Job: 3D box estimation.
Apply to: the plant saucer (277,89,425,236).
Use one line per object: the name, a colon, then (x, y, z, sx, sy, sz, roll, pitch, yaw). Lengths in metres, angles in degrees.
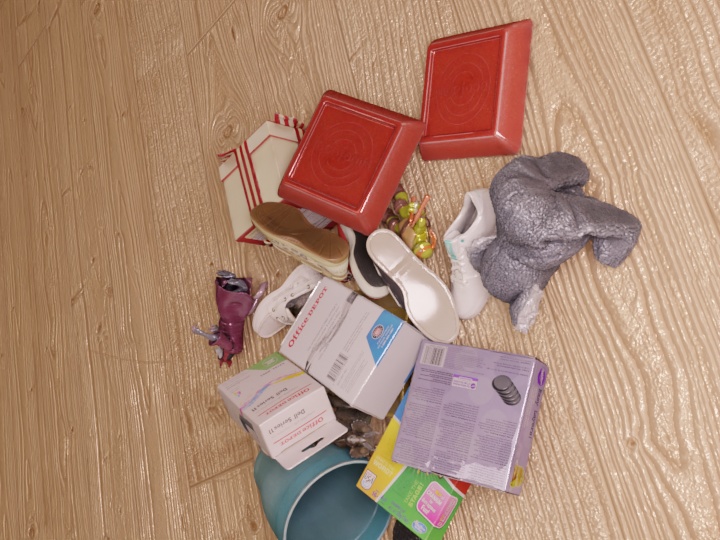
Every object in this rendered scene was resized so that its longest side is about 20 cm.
plant saucer: (-0.024, -0.181, 1.294, 0.199, 0.037, 0.200, 25, 88, 27)

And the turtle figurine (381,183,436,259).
turtle figurine: (0.079, -0.073, 1.290, 0.200, 0.064, 0.161, 94, 155, -42)

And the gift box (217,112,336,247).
gift box: (-0.144, -0.164, 1.464, 0.184, 0.200, 0.187, -32, 61, 35)

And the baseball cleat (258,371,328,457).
baseball cleat: (-0.115, 0.243, 1.339, 0.070, 0.200, 0.106, 45, 136, -3)

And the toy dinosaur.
toy dinosaur: (-0.022, 0.234, 1.282, 0.200, 0.102, 0.077, -85, -2, -65)

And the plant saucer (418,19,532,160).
plant saucer: (0.164, -0.275, 1.244, 0.199, 0.037, 0.200, 4, 89, 48)

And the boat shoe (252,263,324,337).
boat shoe: (-0.133, 0.070, 1.508, 0.200, 0.071, 0.069, -49, 50, 30)

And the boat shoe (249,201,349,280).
boat shoe: (-0.102, -0.047, 1.315, 0.200, 0.073, 0.063, 34, 145, 30)

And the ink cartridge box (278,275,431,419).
ink cartridge box: (-0.012, 0.116, 1.261, 0.200, 0.084, 0.145, 29, 86, 46)

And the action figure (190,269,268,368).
action figure: (-0.256, 0.104, 1.646, 0.149, 0.134, 0.200, 4, 104, 6)

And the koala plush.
koala plush: (0.222, -0.034, 1.074, 0.177, 0.184, 0.200, 59, 138, 35)

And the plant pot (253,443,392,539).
plant pot: (-0.078, 0.359, 1.329, 0.188, 0.200, 0.200, 28, 106, 53)

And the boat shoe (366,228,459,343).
boat shoe: (0.080, 0.024, 1.226, 0.073, 0.063, 0.200, -37, 87, -4)

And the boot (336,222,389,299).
boot: (0.000, 0.000, 1.348, 0.144, 0.072, 0.200, 103, 156, -44)

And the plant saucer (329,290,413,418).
plant saucer: (0.019, 0.135, 1.349, 0.200, 0.048, 0.200, -1, 83, 48)

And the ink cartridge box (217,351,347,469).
ink cartridge box: (-0.120, 0.207, 1.227, 0.200, 0.117, 0.067, 25, 139, 54)

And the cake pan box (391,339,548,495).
cake pan box: (0.147, 0.200, 1.135, 0.200, 0.052, 0.184, 5, 73, 39)

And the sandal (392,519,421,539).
sandal: (0.095, 0.456, 1.232, 0.075, 0.048, 0.201, -8, 92, 46)

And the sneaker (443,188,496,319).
sneaker: (0.153, -0.025, 1.192, 0.075, 0.088, 0.200, 24, 108, 46)

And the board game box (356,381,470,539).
board game box: (0.100, 0.273, 1.201, 0.153, 0.040, 0.200, 28, 90, 41)
